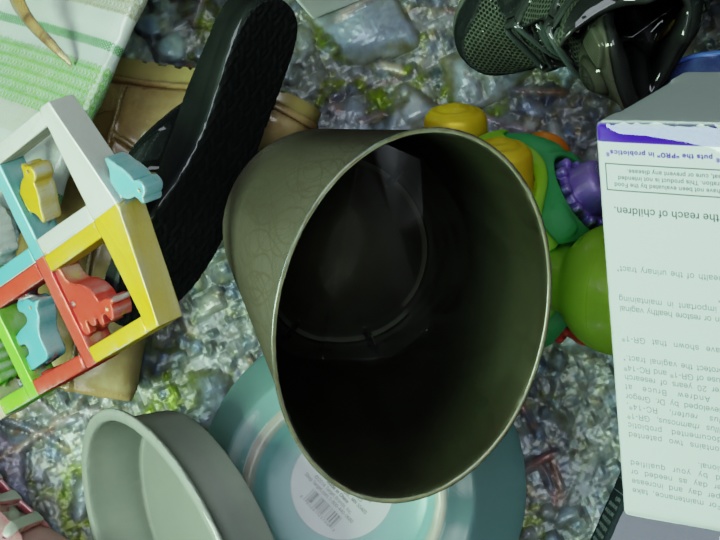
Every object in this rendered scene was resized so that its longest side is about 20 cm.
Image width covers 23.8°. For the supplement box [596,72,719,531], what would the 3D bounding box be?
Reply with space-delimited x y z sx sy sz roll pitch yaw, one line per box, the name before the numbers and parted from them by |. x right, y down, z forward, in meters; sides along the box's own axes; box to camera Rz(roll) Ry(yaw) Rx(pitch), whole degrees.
supplement box | 0.184 0.015 0.811 0.103 0.101 0.202 5 110 34

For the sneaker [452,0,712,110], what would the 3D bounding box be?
sneaker | 0.114 -0.134 0.942 0.076 0.199 0.115 43 55 -27

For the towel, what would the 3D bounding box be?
towel | -0.179 -0.133 1.012 0.149 0.031 0.201 23 86 47

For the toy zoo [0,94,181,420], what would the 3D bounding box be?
toy zoo | -0.171 -0.008 0.932 0.199 0.020 0.132 -28 88 43

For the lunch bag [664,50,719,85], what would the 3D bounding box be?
lunch bag | 0.243 -0.053 0.945 0.198 0.136 0.133 3 72 0

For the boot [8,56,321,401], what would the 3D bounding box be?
boot | -0.124 -0.020 1.021 0.174 0.066 0.202 11 86 19

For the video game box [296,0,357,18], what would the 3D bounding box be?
video game box | -0.060 -0.250 0.963 0.047 0.200 0.183 -25 83 7

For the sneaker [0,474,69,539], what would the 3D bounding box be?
sneaker | -0.243 0.125 1.011 0.199 0.075 0.105 16 92 11

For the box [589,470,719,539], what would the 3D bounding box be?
box | 0.199 0.179 0.949 0.148 0.107 0.201 25 87 7

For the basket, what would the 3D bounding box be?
basket | 0.000 0.000 0.885 0.135 0.200 0.182 5 102 -16

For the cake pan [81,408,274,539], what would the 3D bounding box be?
cake pan | -0.094 0.166 0.948 0.037 0.200 0.201 -20 82 -29

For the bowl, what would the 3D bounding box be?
bowl | -0.004 0.127 0.974 0.199 0.105 0.203 0 86 5

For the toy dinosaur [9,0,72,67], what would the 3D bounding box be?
toy dinosaur | -0.203 -0.214 1.011 0.106 0.060 0.202 -7 65 40

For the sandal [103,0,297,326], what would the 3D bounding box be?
sandal | -0.096 -0.064 0.957 0.048 0.075 0.202 25 90 31

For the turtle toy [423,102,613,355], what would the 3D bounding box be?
turtle toy | 0.101 -0.009 0.942 0.100 0.200 0.147 -6 111 -14
